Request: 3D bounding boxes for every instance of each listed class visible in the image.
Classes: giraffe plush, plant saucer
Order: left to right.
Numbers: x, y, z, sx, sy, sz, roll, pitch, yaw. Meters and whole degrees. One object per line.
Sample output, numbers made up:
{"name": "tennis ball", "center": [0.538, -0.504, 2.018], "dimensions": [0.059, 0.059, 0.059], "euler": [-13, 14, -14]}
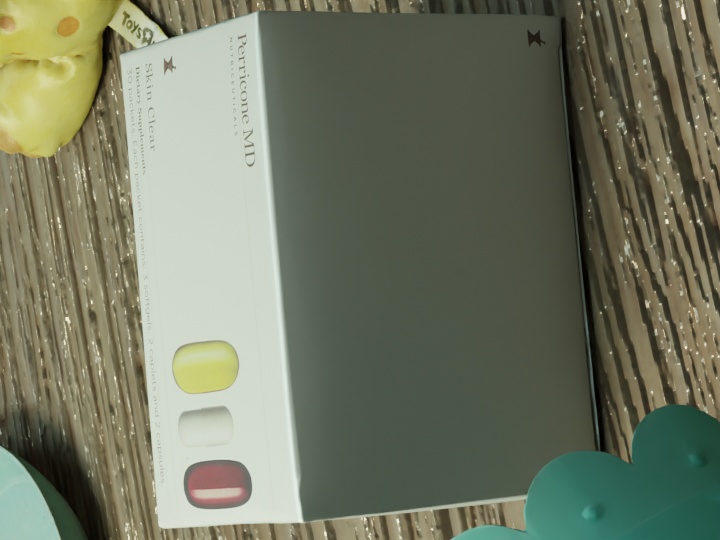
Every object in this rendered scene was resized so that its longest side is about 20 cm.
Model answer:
{"name": "giraffe plush", "center": [-0.217, -0.142, 1.364], "dimensions": [0.200, 0.162, 0.173], "euler": [21, 110, 53]}
{"name": "plant saucer", "center": [-0.193, 0.194, 1.470], "dimensions": [0.200, 0.036, 0.200], "euler": [7, 99, 55]}

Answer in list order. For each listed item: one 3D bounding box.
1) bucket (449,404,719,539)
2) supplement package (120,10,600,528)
{"name": "bucket", "center": [0.112, 0.156, 0.898], "dimensions": [0.135, 0.207, 0.207], "euler": [53, 133, 30]}
{"name": "supplement package", "center": [0.000, 0.000, 1.074], "dimensions": [0.111, 0.156, 0.200], "euler": [-10, 84, 54]}
